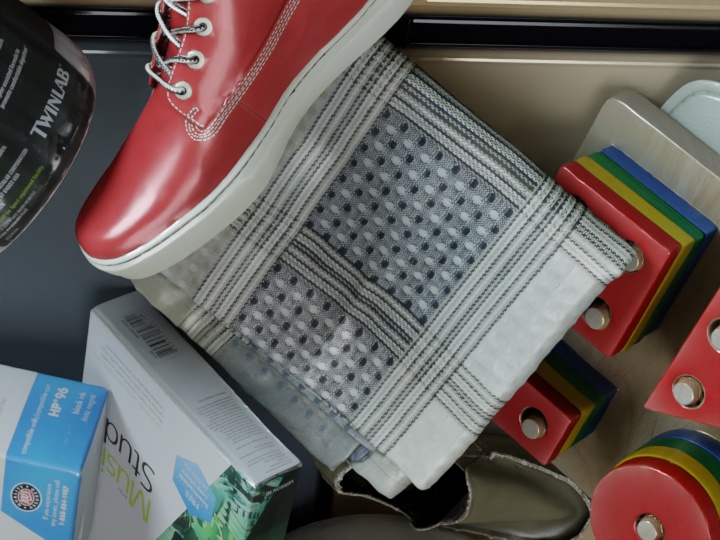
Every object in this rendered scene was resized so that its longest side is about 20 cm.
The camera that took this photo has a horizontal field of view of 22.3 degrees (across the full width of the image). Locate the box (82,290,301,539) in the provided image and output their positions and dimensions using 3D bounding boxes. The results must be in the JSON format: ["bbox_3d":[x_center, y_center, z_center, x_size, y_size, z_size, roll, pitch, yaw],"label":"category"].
[{"bbox_3d":[-0.101,0.130,0.972,0.036,0.144,0.201,-22,141,-34],"label":"box"}]

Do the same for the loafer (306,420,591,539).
[{"bbox_3d":[0.052,0.124,1.036,0.199,0.070,0.075,19,126,-24],"label":"loafer"}]

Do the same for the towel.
[{"bbox_3d":[0.000,0.000,0.885,0.192,0.035,0.200,40,121,-1],"label":"towel"}]

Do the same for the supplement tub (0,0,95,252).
[{"bbox_3d":[-0.220,-0.096,0.763,0.122,0.123,0.200,-37,126,22],"label":"supplement tub"}]

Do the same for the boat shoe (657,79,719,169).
[{"bbox_3d":[0.174,-0.010,0.947,0.060,0.075,0.201,-22,135,-43],"label":"boat shoe"}]

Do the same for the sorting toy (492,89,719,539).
[{"bbox_3d":[0.147,0.052,0.905,0.069,0.199,0.201,-25,149,-47],"label":"sorting toy"}]

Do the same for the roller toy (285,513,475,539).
[{"bbox_3d":[0.009,0.238,1.084,0.199,0.140,0.183,-17,131,19],"label":"roller toy"}]

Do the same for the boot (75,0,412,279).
[{"bbox_3d":[-0.079,-0.103,0.769,0.200,0.072,0.144,-51,137,-3],"label":"boot"}]

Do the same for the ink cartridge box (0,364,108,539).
[{"bbox_3d":[-0.239,0.100,0.954,0.199,0.068,0.116,13,129,-2],"label":"ink cartridge box"}]
